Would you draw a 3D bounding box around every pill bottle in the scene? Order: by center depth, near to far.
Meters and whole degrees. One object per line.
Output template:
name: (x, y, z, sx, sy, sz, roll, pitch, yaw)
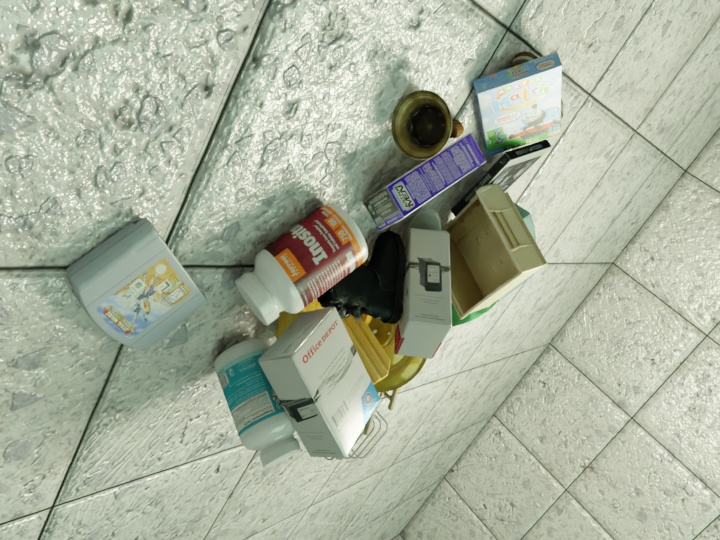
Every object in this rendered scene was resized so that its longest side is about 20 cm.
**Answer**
pill bottle: (-0.093, -0.007, 0.944, 0.199, 0.113, 0.114, -38, 151, -17)
pill bottle: (-0.171, 0.228, 1.029, 0.109, 0.203, 0.111, -23, 162, -8)

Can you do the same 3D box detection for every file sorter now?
file sorter: (-0.034, 0.406, 1.551, 0.139, 0.124, 0.199, -49, 152, 6)

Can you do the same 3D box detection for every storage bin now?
storage bin: (0.249, -0.041, 1.235, 0.092, 0.201, 0.200, -13, 159, -35)

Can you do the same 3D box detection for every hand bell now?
hand bell: (0.138, -0.242, 1.018, 0.105, 0.104, 0.199, -58, 162, 23)

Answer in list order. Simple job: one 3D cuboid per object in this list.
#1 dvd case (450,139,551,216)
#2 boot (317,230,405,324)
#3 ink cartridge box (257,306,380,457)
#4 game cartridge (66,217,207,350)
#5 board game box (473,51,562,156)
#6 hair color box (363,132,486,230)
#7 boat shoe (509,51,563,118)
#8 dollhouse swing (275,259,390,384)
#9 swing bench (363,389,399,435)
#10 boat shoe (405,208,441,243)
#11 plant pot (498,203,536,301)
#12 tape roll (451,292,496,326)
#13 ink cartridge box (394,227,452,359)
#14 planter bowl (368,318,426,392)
dvd case: (0.295, -0.195, 1.269, 0.149, 0.025, 0.200, -23, 163, -36)
boot: (0.000, 0.000, 1.092, 0.160, 0.202, 0.073, 16, 152, -28)
ink cartridge box: (-0.064, 0.185, 1.002, 0.145, 0.083, 0.203, -47, 119, -49)
game cartridge: (-0.294, 0.030, 0.798, 0.133, 0.041, 0.201, -43, 152, -16)
board game box: (0.296, -0.302, 1.112, 0.148, 0.037, 0.200, -16, 153, 12)
hair color box: (0.111, -0.154, 1.043, 0.198, 0.066, 0.109, -33, -175, -21)
boat shoe: (0.338, -0.365, 1.147, 0.202, 0.073, 0.076, 32, 64, -53)
dollhouse swing: (-0.029, 0.113, 1.126, 0.198, 0.176, 0.184, -23, 145, -35)
swing bench: (0.052, 0.248, 1.427, 0.202, 0.129, 0.198, -57, 164, 16)
boat shoe: (0.127, -0.059, 1.244, 0.202, 0.069, 0.064, 98, 8, -47)
plant pot: (0.340, -0.065, 1.453, 0.140, 0.141, 0.202, -31, 141, -25)
tape roll: (0.224, 0.067, 1.410, 0.199, 0.199, 0.049, -31, 108, -27)
ink cartridge box: (0.117, 0.043, 1.138, 0.081, 0.203, 0.146, 7, 148, -5)
planter bowl: (0.045, 0.148, 1.277, 0.200, 0.200, 0.084, -44, 136, -4)
